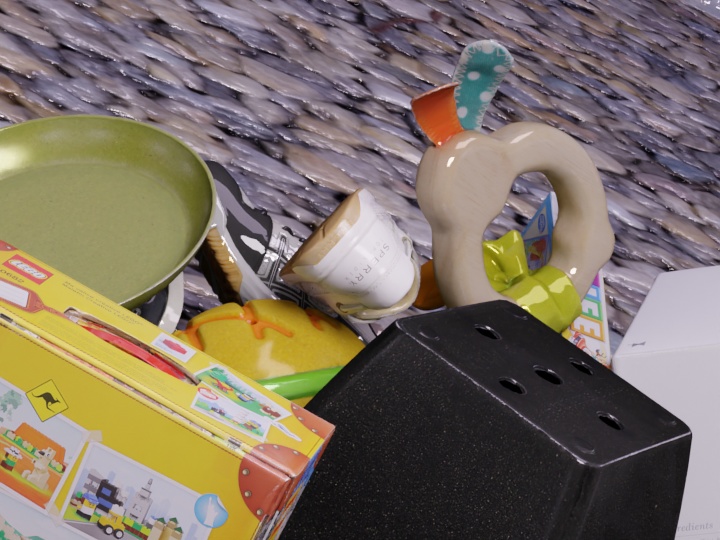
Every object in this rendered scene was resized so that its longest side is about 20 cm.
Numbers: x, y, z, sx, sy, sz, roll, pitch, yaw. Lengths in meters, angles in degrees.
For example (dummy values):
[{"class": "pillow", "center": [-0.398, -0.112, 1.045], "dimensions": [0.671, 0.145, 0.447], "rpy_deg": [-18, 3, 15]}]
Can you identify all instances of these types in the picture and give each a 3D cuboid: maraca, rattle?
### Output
[{"class": "maraca", "center": [-0.074, 0.072, 1.388], "dimensions": [0.199, 0.137, 0.108], "rpy_deg": [-7, 82, -43]}, {"class": "rattle", "center": [0.050, -0.054, 1.421], "dimensions": [0.200, 0.130, 0.143], "rpy_deg": [46, -3, -37]}]

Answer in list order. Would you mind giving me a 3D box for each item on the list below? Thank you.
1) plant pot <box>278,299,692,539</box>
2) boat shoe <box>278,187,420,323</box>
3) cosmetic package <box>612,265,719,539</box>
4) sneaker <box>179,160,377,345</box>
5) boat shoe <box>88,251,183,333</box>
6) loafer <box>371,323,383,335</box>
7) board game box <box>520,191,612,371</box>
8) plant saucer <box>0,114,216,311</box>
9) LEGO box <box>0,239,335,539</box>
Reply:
[{"class": "plant pot", "center": [0.060, 0.128, 1.322], "dimensions": [0.199, 0.178, 0.200], "rpy_deg": [35, 22, 24]}, {"class": "boat shoe", "center": [0.000, 0.000, 1.414], "dimensions": [0.069, 0.071, 0.200], "rpy_deg": [42, 3, -2]}, {"class": "cosmetic package", "center": [0.241, 0.112, 1.521], "dimensions": [0.122, 0.201, 0.199], "rpy_deg": [-9, 12, 17]}, {"class": "sneaker", "center": [-0.038, 0.009, 1.537], "dimensions": [0.200, 0.087, 0.076], "rpy_deg": [57, -12, 7]}, {"class": "boat shoe", "center": [-0.152, -0.011, 1.554], "dimensions": [0.067, 0.072, 0.200], "rpy_deg": [22, 23, -16]}, {"class": "loafer", "center": [0.015, 0.060, 1.607], "dimensions": [0.199, 0.063, 0.072], "rpy_deg": [20, 21, -20]}, {"class": "board game box", "center": [0.103, 0.068, 1.504], "dimensions": [0.034, 0.135, 0.201], "rpy_deg": [20, 41, -17]}, {"class": "plant saucer", "center": [-0.183, -0.022, 1.479], "dimensions": [0.199, 0.031, 0.200], "rpy_deg": [-3, 40, 3]}, {"class": "LEGO box", "center": [-0.137, 0.097, 1.180], "dimensions": [0.199, 0.149, 0.077], "rpy_deg": [29, 19, 5]}]
